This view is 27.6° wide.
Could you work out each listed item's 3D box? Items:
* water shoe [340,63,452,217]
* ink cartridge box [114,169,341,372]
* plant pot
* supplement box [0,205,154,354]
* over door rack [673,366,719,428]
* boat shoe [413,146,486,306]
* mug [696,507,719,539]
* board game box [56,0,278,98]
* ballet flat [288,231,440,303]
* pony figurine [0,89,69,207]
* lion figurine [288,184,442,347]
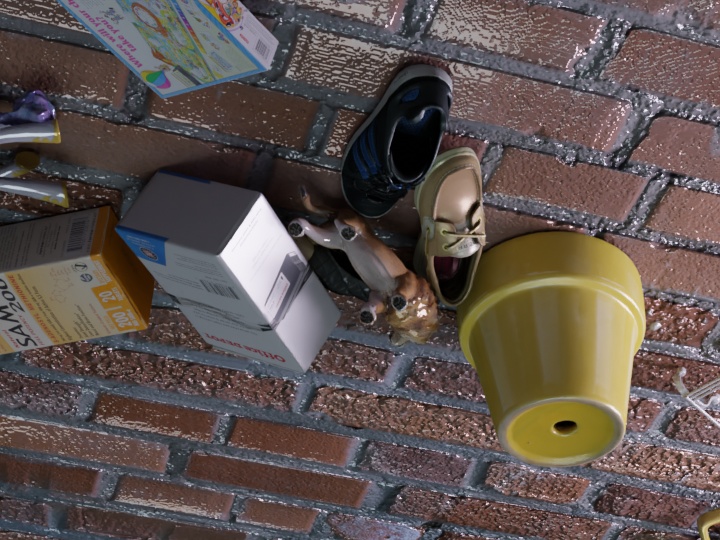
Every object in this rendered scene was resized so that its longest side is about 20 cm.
[{"bbox_3d":[0.028,-0.106,1.381,0.071,0.079,0.200,12,138,-12],"label":"water shoe"},{"bbox_3d":[-0.128,0.002,1.464,0.144,0.084,0.200,15,151,36],"label":"ink cartridge box"},{"bbox_3d":[0.203,0.093,1.527,0.200,0.189,0.201,0,140,0],"label":"plant pot"},{"bbox_3d":[-0.333,0.015,1.532,0.200,0.074,0.126,-10,137,13],"label":"supplement box"},{"bbox_3d":[0.475,0.152,1.670,0.148,0.067,0.200,-34,108,34],"label":"over door rack"},{"bbox_3d":[0.096,-0.040,1.453,0.074,0.066,0.200,-19,146,-12],"label":"boat shoe"},{"bbox_3d":[0.517,0.409,1.929,0.153,0.150,0.187,-15,144,6],"label":"mug"},{"bbox_3d":[-0.183,-0.231,1.244,0.134,0.034,0.200,-8,142,38],"label":"board game box"},{"bbox_3d":[0.000,0.000,1.529,0.200,0.066,0.057,26,113,-32],"label":"ballet flat"},{"bbox_3d":[-0.378,-0.111,1.349,0.200,0.167,0.193,-9,149,-12],"label":"pony figurine"},{"bbox_3d":[0.009,-0.008,1.458,0.072,0.122,0.200,-30,92,19],"label":"lion figurine"}]
